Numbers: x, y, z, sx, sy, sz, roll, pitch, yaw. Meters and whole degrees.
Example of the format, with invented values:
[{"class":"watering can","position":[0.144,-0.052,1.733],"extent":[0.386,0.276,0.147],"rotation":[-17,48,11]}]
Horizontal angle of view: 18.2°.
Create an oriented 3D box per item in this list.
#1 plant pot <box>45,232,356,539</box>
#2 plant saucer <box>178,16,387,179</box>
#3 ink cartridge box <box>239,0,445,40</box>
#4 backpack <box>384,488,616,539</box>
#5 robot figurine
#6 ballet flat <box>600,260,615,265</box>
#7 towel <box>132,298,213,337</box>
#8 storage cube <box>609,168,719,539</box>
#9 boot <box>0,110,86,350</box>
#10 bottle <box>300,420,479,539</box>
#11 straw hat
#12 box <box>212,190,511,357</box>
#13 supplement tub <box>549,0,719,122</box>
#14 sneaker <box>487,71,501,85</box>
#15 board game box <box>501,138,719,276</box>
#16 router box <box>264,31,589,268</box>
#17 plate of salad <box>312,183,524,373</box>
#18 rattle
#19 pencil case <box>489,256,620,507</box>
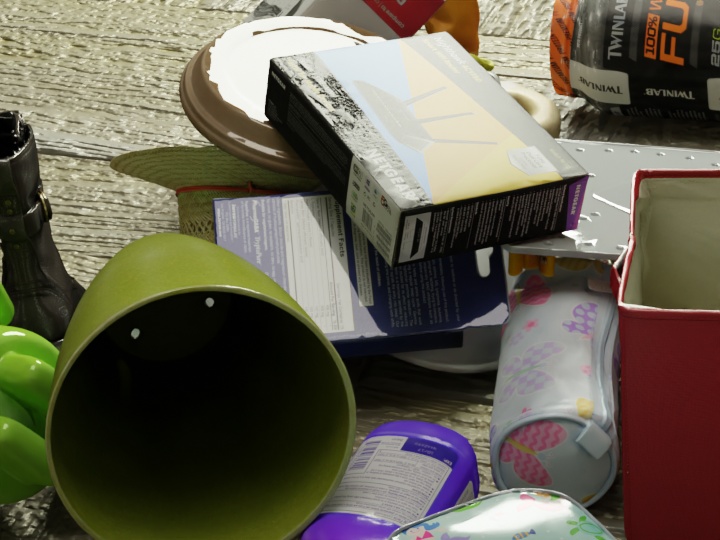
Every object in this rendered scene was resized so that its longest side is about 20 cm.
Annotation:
[{"class":"plant pot","position":[-0.111,0.058,1.415],"extent":[0.185,0.189,0.200],"rotation":[-11,24,-7]},{"class":"plant saucer","position":[-0.035,-0.134,1.660],"extent":[0.198,0.030,0.201],"rotation":[7,35,-5]},{"class":"ink cartridge box","position":[-0.037,-0.188,1.825],"extent":[0.200,0.083,0.147],"rotation":[-46,19,7]},{"class":"backpack","position":[0.078,0.210,1.239],"extent":[0.176,0.152,0.200],"rotation":[-17,29,-15]},{"class":"robot figurine","position":[-0.267,0.091,1.492],"extent":[0.199,0.116,0.177],"rotation":[6,67,43]},{"class":"ballet flat","position":[0.208,-0.014,1.643],"extent":[0.075,0.064,0.201],"rotation":[-7,31,-4]},{"class":"towel","position":[-0.114,0.071,1.578],"extent":[0.169,0.049,0.201],"rotation":[-1,32,6]},{"class":"storage cube","position":[0.257,0.055,1.415],"extent":[0.198,0.181,0.171],"rotation":[1,32,10]},{"class":"boot","position":[-0.236,-0.030,1.621],"extent":[0.069,0.176,0.200],"rotation":[-10,16,-5]},{"class":"bottle","position":[0.006,0.172,1.378],"extent":[0.083,0.066,0.200],"rotation":[5,34,24]},{"class":"straw hat","position":[-0.091,-0.039,1.704],"extent":[0.199,0.086,0.201],"rotation":[0,-8,0]},{"class":"box","position":[0.000,0.000,1.554],"extent":[0.198,0.032,0.122],"rotation":[-5,62,0]},{"class":"supplement tub","position":[0.262,-0.186,1.853],"extent":[0.198,0.123,0.123],"rotation":[5,33,18]},{"class":"sneaker","position":[0.044,-0.078,1.770],"extent":[0.075,0.117,0.199],"rotation":[-8,-7,-35]},{"class":"board game box","position":[0.197,-0.041,1.590],"extent":[0.198,0.026,0.200],"rotation":[4,25,1]},{"class":"router box","position":[0.042,-0.088,1.545],"extent":[0.148,0.051,0.200],"rotation":[-11,40,-27]},{"class":"plate of salad","position":[0.044,0.003,1.631],"extent":[0.198,0.048,0.201],"rotation":[14,44,-14]},{"class":"rattle","position":[0.118,-0.146,1.805],"extent":[0.129,0.144,0.200],"rotation":[11,19,-18]},{"class":"pencil case","position":[0.136,0.073,1.497],"extent":[0.090,0.083,0.201],"rotation":[-20,27,22]}]
